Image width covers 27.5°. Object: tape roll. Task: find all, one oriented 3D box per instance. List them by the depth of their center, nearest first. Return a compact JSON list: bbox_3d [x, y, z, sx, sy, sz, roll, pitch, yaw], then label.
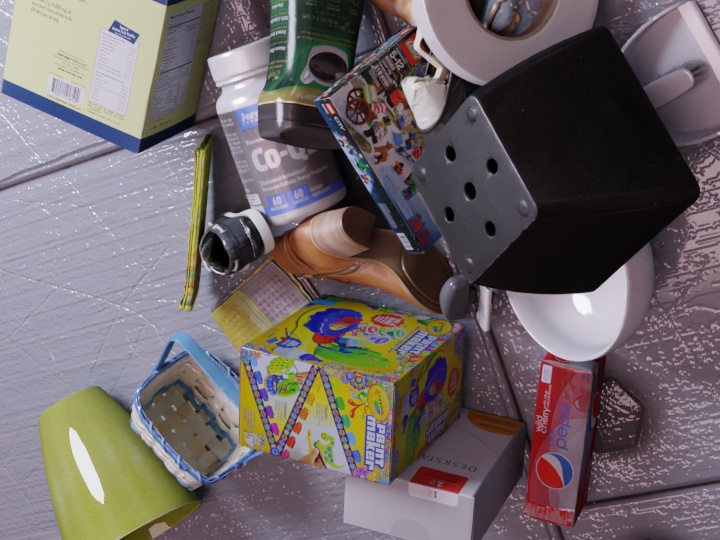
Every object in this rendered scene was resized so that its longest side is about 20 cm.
[{"bbox_3d":[0.148,-0.289,1.496,0.200,0.037,0.206,-2,95,-18],"label":"tape roll"}]

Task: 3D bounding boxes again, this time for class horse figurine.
[{"bbox_3d":[0.093,-0.280,1.588,0.132,0.050,0.201,-38,88,24],"label":"horse figurine"}]

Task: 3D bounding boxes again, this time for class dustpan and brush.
[{"bbox_3d":[0.287,-0.172,1.533,0.199,0.057,0.141,-29,95,30],"label":"dustpan and brush"}]

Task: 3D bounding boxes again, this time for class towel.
[{"bbox_3d":[-0.198,-0.058,1.770,0.018,0.086,0.203,7,108,-2],"label":"towel"},{"bbox_3d":[-0.089,0.090,1.819,0.143,0.023,0.201,-34,92,29],"label":"towel"}]

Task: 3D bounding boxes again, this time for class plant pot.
[{"bbox_3d":[0.171,-0.090,1.431,0.202,0.176,0.200,63,143,17],"label":"plant pot"},{"bbox_3d":[-0.334,0.261,1.919,0.187,0.186,0.201,-37,76,30],"label":"plant pot"}]

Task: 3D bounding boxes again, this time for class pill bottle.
[{"bbox_3d":[-0.098,-0.162,1.679,0.113,0.114,0.202,-14,103,27],"label":"pill bottle"}]

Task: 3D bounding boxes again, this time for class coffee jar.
[{"bbox_3d":[-0.053,-0.233,1.590,0.085,0.103,0.203,2,85,59],"label":"coffee jar"}]

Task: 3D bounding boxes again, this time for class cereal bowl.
[{"bbox_3d":[0.243,-0.009,1.581,0.199,0.083,0.203,22,118,48],"label":"cereal bowl"}]

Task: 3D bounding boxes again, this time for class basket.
[{"bbox_3d":[-0.196,0.173,1.818,0.177,0.139,0.200,49,150,0],"label":"basket"}]

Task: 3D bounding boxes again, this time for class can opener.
[{"bbox_3d":[0.127,-0.008,1.618,0.066,0.053,0.202,-11,137,-12],"label":"can opener"}]

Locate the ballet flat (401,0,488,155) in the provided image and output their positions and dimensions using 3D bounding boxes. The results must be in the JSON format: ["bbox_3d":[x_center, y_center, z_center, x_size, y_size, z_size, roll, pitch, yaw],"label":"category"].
[{"bbox_3d":[0.080,-0.210,1.533,0.068,0.068,0.203,12,92,62],"label":"ballet flat"}]

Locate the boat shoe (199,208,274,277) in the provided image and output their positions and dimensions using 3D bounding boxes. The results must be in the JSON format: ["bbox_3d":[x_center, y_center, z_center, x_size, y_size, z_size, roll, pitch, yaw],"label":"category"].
[{"bbox_3d":[-0.160,-0.029,1.728,0.076,0.060,0.200,63,159,2],"label":"boat shoe"}]

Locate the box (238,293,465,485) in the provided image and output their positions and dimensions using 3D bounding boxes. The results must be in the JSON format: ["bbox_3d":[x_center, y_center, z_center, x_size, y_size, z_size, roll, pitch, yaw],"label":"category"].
[{"bbox_3d":[-0.007,0.129,1.663,0.190,0.200,0.124,12,111,23],"label":"box"}]

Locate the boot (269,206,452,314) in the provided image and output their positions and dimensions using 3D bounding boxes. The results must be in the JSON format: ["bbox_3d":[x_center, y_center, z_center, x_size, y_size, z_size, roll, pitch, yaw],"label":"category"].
[{"bbox_3d":[0.000,0.000,1.712,0.199,0.078,0.154,27,153,-30],"label":"boot"}]

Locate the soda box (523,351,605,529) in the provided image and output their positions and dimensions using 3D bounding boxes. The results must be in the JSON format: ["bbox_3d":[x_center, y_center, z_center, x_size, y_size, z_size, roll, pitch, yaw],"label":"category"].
[{"bbox_3d":[0.233,0.187,1.682,0.063,0.070,0.203,12,113,19],"label":"soda box"}]

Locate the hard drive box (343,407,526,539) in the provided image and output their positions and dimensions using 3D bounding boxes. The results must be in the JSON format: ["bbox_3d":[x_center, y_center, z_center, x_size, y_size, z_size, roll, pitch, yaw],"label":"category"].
[{"bbox_3d":[0.089,0.232,1.689,0.154,0.200,0.078,11,113,19],"label":"hard drive box"}]

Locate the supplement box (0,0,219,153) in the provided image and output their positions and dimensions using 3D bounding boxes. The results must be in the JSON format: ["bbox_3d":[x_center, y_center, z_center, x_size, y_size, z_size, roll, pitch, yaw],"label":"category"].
[{"bbox_3d":[-0.288,-0.278,1.709,0.198,0.134,0.202,24,117,14],"label":"supplement box"}]

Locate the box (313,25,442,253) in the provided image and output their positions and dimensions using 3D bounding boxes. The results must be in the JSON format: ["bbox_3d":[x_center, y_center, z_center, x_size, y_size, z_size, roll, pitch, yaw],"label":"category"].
[{"bbox_3d":[0.055,-0.140,1.585,0.201,0.136,0.038,57,156,-19],"label":"box"}]
